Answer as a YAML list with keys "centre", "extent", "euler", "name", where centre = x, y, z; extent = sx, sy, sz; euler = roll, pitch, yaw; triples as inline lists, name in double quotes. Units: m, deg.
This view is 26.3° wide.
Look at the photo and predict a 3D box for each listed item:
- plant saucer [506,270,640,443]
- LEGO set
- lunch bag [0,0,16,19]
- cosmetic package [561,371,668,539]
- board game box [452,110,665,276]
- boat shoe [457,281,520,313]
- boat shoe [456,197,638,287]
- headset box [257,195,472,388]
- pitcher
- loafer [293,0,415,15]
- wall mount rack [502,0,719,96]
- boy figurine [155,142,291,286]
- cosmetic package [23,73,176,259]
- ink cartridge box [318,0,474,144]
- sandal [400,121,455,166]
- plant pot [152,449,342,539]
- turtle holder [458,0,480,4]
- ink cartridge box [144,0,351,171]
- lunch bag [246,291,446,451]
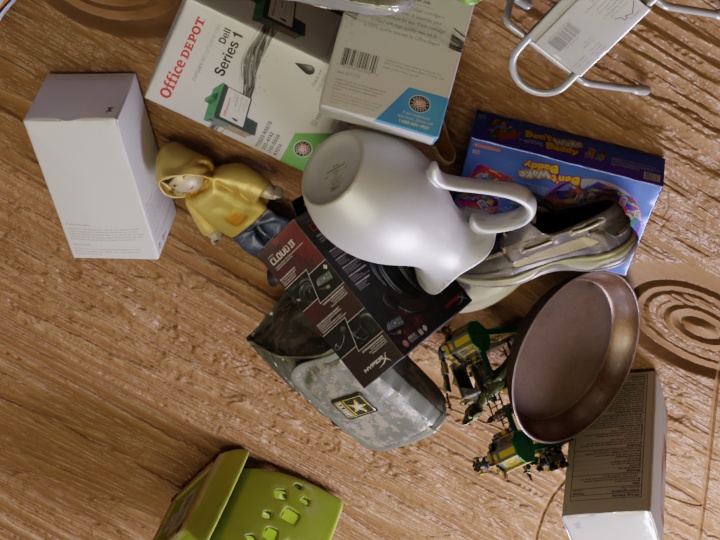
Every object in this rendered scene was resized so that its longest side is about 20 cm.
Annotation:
- centre: [0.225, 0.089, 1.671]
  extent: [0.034, 0.200, 0.201]
  euler: [29, 151, 44]
  name: "plant saucer"
- centre: [0.143, 0.153, 1.743]
  extent: [0.116, 0.154, 0.200]
  euler: [-32, 80, 37]
  name: "LEGO set"
- centre: [-0.388, -0.291, 1.460]
  extent: [0.123, 0.170, 0.200]
  euler: [10, 134, 12]
  name: "lunch bag"
- centre: [0.293, 0.220, 1.757]
  extent: [0.103, 0.200, 0.087]
  euler: [-5, 134, 21]
  name: "cosmetic package"
- centre: [0.199, -0.078, 1.599]
  extent: [0.199, 0.045, 0.135]
  euler: [15, 136, 1]
  name: "board game box"
- centre: [0.096, 0.005, 1.691]
  extent: [0.200, 0.071, 0.069]
  euler: [-20, 127, 32]
  name: "boat shoe"
- centre: [0.180, -0.037, 1.572]
  extent: [0.199, 0.075, 0.073]
  euler: [-10, 118, 17]
  name: "boat shoe"
- centre: [0.000, 0.000, 1.619]
  extent: [0.200, 0.149, 0.077]
  euler: [52, 130, 3]
  name: "headset box"
- centre: [0.057, -0.068, 1.499]
  extent: [0.171, 0.122, 0.200]
  euler: [-29, 139, 32]
  name: "pitcher"
- centre: [-0.046, -0.267, 1.372]
  extent: [0.199, 0.070, 0.070]
  euler: [19, 93, 7]
  name: "loafer"
- centre: [0.236, -0.230, 1.425]
  extent: [0.174, 0.075, 0.200]
  euler: [34, 133, -14]
  name: "wall mount rack"
- centre: [-0.139, -0.071, 1.686]
  extent: [0.124, 0.065, 0.200]
  euler: [-26, 126, 37]
  name: "boy figurine"
- centre: [-0.278, -0.110, 1.668]
  extent: [0.107, 0.085, 0.200]
  euler: [2, 134, 12]
  name: "cosmetic package"
- centre: [0.042, -0.230, 1.433]
  extent: [0.116, 0.201, 0.068]
  euler: [16, 178, -1]
  name: "ink cartridge box"
- centre: [0.069, -0.134, 1.555]
  extent: [0.070, 0.078, 0.212]
  euler: [29, 130, -2]
  name: "sandal"
- centre: [-0.168, 0.366, 2.037]
  extent: [0.181, 0.200, 0.199]
  euler: [36, 133, -10]
  name: "plant pot"
- centre: [0.054, -0.328, 1.327]
  extent: [0.140, 0.132, 0.186]
  euler: [11, 133, 4]
  name: "turtle holder"
- centre: [-0.096, -0.201, 1.529]
  extent: [0.199, 0.084, 0.146]
  euler: [23, 135, -9]
  name: "ink cartridge box"
- centre: [-0.010, 0.112, 1.734]
  extent: [0.164, 0.118, 0.200]
  euler: [45, 167, -27]
  name: "lunch bag"
